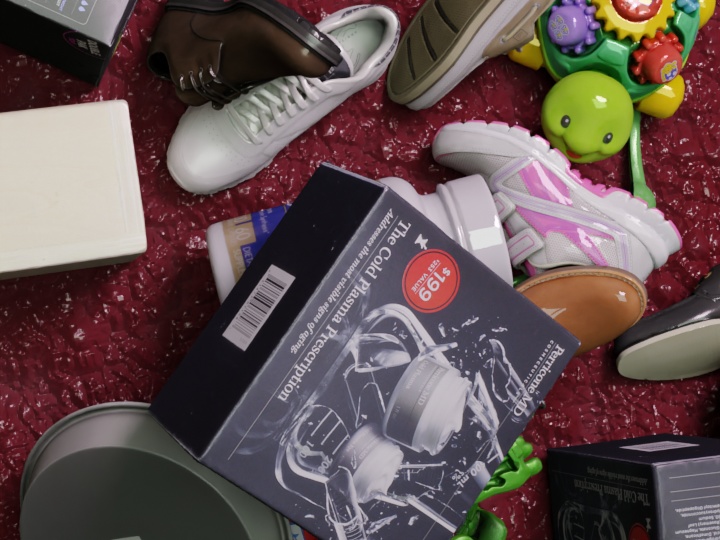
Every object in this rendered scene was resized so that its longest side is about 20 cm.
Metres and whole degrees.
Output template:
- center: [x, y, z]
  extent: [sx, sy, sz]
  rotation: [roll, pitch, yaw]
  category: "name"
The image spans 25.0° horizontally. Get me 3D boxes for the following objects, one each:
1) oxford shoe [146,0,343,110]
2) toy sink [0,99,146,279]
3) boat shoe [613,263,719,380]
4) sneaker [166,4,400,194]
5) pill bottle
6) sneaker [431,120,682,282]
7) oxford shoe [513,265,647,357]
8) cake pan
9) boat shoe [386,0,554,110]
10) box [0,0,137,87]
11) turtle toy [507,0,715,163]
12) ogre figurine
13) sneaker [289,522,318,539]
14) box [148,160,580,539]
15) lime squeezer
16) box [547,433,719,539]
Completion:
- center: [-0.083, -0.144, 1.122]
  extent: [0.073, 0.200, 0.085]
  rotation: [35, 79, -34]
  category: "oxford shoe"
- center: [-0.255, -0.050, 1.107]
  extent: [0.199, 0.130, 0.112]
  rotation: [-8, 89, -12]
  category: "toy sink"
- center: [0.286, 0.031, 1.257]
  extent: [0.201, 0.074, 0.063]
  rotation: [-19, 59, -4]
  category: "boat shoe"
- center: [-0.057, -0.130, 1.179]
  extent: [0.200, 0.080, 0.076]
  rotation: [-39, 97, -10]
  category: "sneaker"
- center: [0.000, 0.000, 1.149]
  extent: [0.199, 0.120, 0.120]
  rotation: [-16, 91, -3]
  category: "pill bottle"
- center: [0.132, -0.040, 1.198]
  extent: [0.200, 0.081, 0.088]
  rotation: [31, 84, 14]
  category: "sneaker"
- center: [0.112, 0.055, 1.167]
  extent: [0.200, 0.071, 0.071]
  rotation: [-20, 113, 17]
  category: "oxford shoe"
- center: [-0.146, 0.184, 1.107]
  extent: [0.200, 0.037, 0.201]
  rotation: [7, 118, 13]
  category: "cake pan"
- center: [0.098, -0.187, 1.184]
  extent: [0.068, 0.200, 0.075]
  rotation: [20, 39, -32]
  category: "boat shoe"
- center: [-0.242, -0.231, 1.107]
  extent: [0.200, 0.149, 0.125]
  rotation: [23, 82, -11]
  category: "box"
- center: [0.188, -0.173, 1.215]
  extent: [0.145, 0.101, 0.201]
  rotation: [20, 82, -3]
  category: "turtle toy"
- center: [0.068, 0.176, 1.171]
  extent: [0.098, 0.120, 0.201]
  rotation: [3, 88, -16]
  category: "ogre figurine"
- center: [-0.056, 0.139, 1.114]
  extent: [0.200, 0.071, 0.113]
  rotation: [42, 54, -48]
  category: "sneaker"
- center: [0.004, 0.068, 1.030]
  extent: [0.182, 0.104, 0.200]
  rotation: [37, 85, -28]
  category: "box"
- center: [0.183, -0.043, 1.248]
  extent: [0.071, 0.038, 0.200]
  rotation: [39, 81, -8]
  category: "lime squeezer"
- center: [0.221, 0.216, 1.153]
  extent: [0.104, 0.200, 0.183]
  rotation: [-5, 88, -14]
  category: "box"
